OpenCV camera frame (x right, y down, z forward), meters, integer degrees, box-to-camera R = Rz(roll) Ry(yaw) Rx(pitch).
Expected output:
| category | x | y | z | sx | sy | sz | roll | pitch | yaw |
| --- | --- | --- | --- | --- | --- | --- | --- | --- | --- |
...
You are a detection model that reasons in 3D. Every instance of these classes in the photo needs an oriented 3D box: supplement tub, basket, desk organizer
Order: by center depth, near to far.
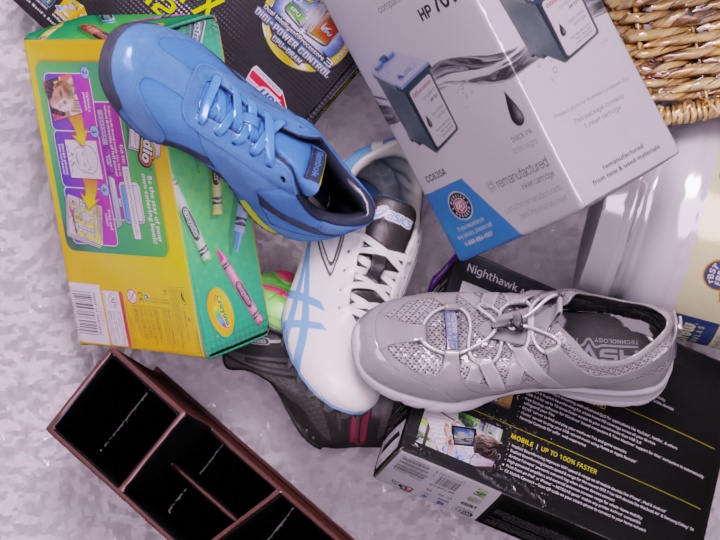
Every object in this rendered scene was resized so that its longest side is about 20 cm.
| category | x | y | z | sx | sy | sz | roll | pitch | yaw |
| --- | --- | --- | --- | --- | --- | --- | --- | --- | --- |
| desk organizer | -0.092 | 0.137 | 1.686 | 0.200 | 0.077 | 0.072 | 39 | 90 | 24 |
| supplement tub | 0.241 | -0.020 | 1.692 | 0.199 | 0.145 | 0.145 | 14 | 89 | 1 |
| basket | 0.238 | -0.159 | 1.693 | 0.199 | 0.143 | 0.149 | -11 | 83 | -3 |

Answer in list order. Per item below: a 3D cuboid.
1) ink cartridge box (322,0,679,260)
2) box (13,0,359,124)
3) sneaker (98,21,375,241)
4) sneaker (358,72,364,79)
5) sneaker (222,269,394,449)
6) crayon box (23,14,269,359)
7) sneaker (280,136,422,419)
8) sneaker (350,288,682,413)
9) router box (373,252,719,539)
| category | x | y | z | sx | sy | sz | roll | pitch | yaw |
| --- | --- | --- | --- | --- | --- | --- | --- | --- | --- |
| ink cartridge box | 0.074 | -0.123 | 1.603 | 0.086 | 0.146 | 0.200 | -31 | 93 | -30 |
| box | -0.095 | -0.165 | 1.716 | 0.200 | 0.044 | 0.160 | 43 | 114 | 1 |
| sneaker | -0.065 | -0.082 | 1.606 | 0.200 | 0.078 | 0.066 | 40 | 67 | -38 |
| sneaker | 0.057 | -0.197 | 1.730 | 0.082 | 0.078 | 0.200 | 25 | 88 | 2 |
| sneaker | 0.002 | 0.078 | 1.735 | 0.200 | 0.077 | 0.084 | 34 | 117 | -2 |
| crayon box | -0.130 | -0.052 | 1.681 | 0.058 | 0.119 | 0.201 | -22 | 109 | -43 |
| sneaker | 0.000 | 0.000 | 1.680 | 0.072 | 0.073 | 0.200 | 23 | 48 | -16 |
| sneaker | 0.093 | 0.034 | 1.624 | 0.199 | 0.082 | 0.075 | -1 | 62 | -14 |
| router box | 0.123 | 0.093 | 1.689 | 0.200 | 0.051 | 0.149 | 24 | 59 | -9 |
